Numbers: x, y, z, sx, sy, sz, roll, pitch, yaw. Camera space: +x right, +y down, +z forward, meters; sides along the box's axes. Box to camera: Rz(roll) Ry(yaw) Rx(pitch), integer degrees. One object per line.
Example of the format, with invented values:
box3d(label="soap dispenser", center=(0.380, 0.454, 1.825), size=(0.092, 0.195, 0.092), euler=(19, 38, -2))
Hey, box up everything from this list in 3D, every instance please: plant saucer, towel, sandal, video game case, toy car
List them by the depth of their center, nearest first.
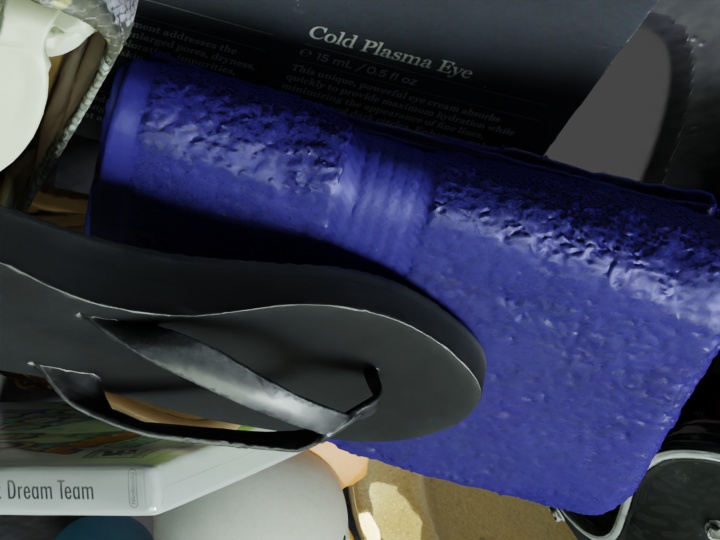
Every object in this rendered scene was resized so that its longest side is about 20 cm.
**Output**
box3d(label="sandal", center=(-0.058, 0.027, 0.561), size=(0.199, 0.043, 0.076), euler=(11, 144, -21))
box3d(label="towel", center=(0.010, 0.005, 0.612), size=(0.199, 0.050, 0.148), euler=(16, 141, -3))
box3d(label="video game case", center=(-0.128, 0.076, 0.812), size=(0.181, 0.024, 0.200), euler=(-2, -177, 18))
box3d(label="plant saucer", center=(0.071, 0.138, 0.917), size=(0.035, 0.200, 0.201), euler=(-30, 158, -32))
box3d(label="toy car", center=(-0.047, 0.150, 0.948), size=(0.176, 0.185, 0.201), euler=(19, 112, -24))

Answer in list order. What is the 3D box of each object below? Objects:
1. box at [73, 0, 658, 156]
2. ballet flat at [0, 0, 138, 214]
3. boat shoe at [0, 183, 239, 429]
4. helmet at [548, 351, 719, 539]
box3d(label="box", center=(-0.013, -0.121, 0.589), size=(0.199, 0.105, 0.182), euler=(13, 144, -18))
box3d(label="ballet flat", center=(-0.118, -0.040, 0.556), size=(0.072, 0.072, 0.200), euler=(15, 142, -20))
box3d(label="boat shoe", center=(-0.126, 0.009, 0.757), size=(0.199, 0.072, 0.072), euler=(28, 156, 9))
box3d(label="helmet", center=(0.171, 0.063, 0.775), size=(0.199, 0.201, 0.191), euler=(11, 159, -15))
